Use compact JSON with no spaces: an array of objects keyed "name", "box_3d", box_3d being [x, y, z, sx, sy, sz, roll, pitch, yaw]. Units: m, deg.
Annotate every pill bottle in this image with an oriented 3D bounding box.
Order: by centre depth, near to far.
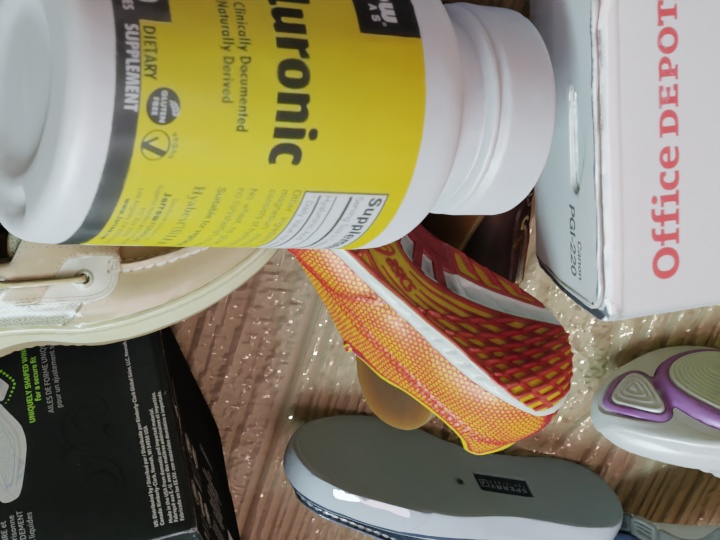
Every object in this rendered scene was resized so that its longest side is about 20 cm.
[{"name":"pill bottle","box_3d":[-0.032,-0.064,0.668,0.199,0.112,0.112,0,132,-30]}]

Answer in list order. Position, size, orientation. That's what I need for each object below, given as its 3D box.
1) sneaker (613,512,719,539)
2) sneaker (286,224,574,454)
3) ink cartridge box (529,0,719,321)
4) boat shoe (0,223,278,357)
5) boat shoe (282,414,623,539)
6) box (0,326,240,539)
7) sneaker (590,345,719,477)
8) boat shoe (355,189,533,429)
[{"name":"sneaker","box_3d":[0.190,0.168,0.976,0.199,0.075,0.087,-13,156,42]},{"name":"sneaker","box_3d":[0.000,0.000,0.764,0.073,0.200,0.077,-35,170,-39]},{"name":"ink cartridge box","box_3d":[0.174,-0.070,0.750,0.199,0.085,0.147,-8,109,-14]},{"name":"boat shoe","box_3d":[-0.131,-0.010,0.780,0.199,0.072,0.065,-14,126,-1]},{"name":"boat shoe","box_3d":[0.038,0.140,0.948,0.199,0.071,0.091,14,122,-27]},{"name":"box","box_3d":[-0.164,0.119,0.830,0.199,0.125,0.149,-14,148,0]},{"name":"sneaker","box_3d":[0.209,0.095,0.947,0.199,0.075,0.100,5,129,-18]},{"name":"boat shoe","box_3d":[0.043,-0.026,0.814,0.070,0.070,0.201,-25,136,-43]}]
